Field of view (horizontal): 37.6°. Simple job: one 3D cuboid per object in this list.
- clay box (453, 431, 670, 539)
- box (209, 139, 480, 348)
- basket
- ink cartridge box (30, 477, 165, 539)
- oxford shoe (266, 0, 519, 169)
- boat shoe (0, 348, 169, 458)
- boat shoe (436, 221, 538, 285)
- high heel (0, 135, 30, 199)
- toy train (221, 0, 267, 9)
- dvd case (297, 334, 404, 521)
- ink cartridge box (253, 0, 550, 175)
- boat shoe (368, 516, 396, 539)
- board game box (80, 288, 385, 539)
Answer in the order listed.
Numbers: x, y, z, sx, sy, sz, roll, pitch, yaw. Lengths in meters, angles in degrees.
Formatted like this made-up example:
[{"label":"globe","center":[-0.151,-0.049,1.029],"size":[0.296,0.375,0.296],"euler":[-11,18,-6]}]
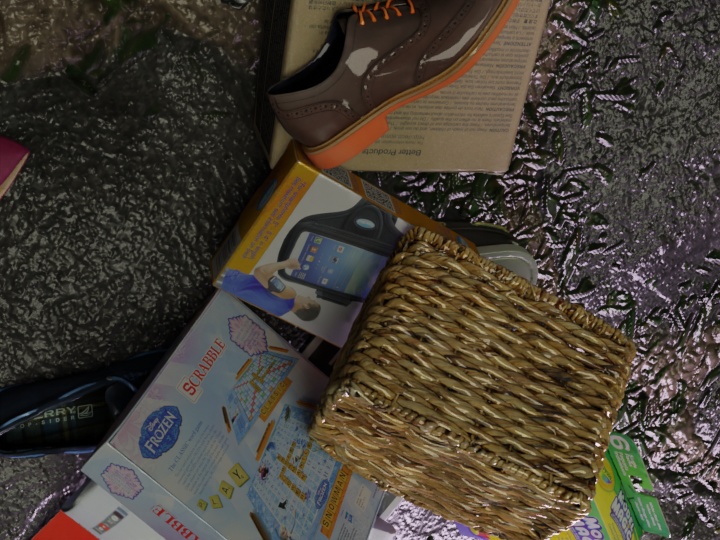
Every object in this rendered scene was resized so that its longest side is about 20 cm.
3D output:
[{"label":"clay box","center":[0.151,0.184,0.896],"size":[0.048,0.199,0.115],"euler":[-44,119,-36]},{"label":"box","center":[0.000,0.000,0.807],"size":[0.199,0.042,0.119],"euler":[28,112,-23]},{"label":"basket","center":[0.080,0.093,0.785],"size":[0.199,0.143,0.150],"euler":[26,59,-2]},{"label":"ink cartridge box","center":[-0.160,0.225,0.809],"size":[0.162,0.050,0.200],"euler":[41,114,-12]},{"label":"oxford shoe","center":[0.026,-0.155,0.705],"size":[0.200,0.071,0.073],"euler":[-41,121,8]},{"label":"boat shoe","center":[-0.189,0.116,0.816],"size":[0.199,0.069,0.085],"euler":[-16,110,-16]},{"label":"boat shoe","center":[0.043,-0.005,0.873],"size":[0.200,0.061,0.072],"euler":[1,120,-12]},{"label":"high heel","center":[-0.288,0.002,0.743],"size":[0.095,0.067,0.202],"euler":[4,101,-11]},{"label":"toy train","center":[-0.013,-0.235,0.801],"size":[0.199,0.034,0.046],"euler":[-13,97,-16]},{"label":"dvd case","center":[-0.019,0.144,0.889],"size":[0.150,0.025,0.200],"euler":[40,90,-7]},{"label":"ink cartridge box","center":[0.029,-0.161,0.791],"size":[0.199,0.075,0.166],"euler":[-1,124,-21]},{"label":"boat shoe","center":[-0.071,0.204,0.840],"size":[0.199,0.074,0.066],"euler":[21,90,-5]},{"label":"board game box","center":[-0.074,0.135,0.776],"size":[0.199,0.200,0.041],"euler":[42,123,-9]}]
